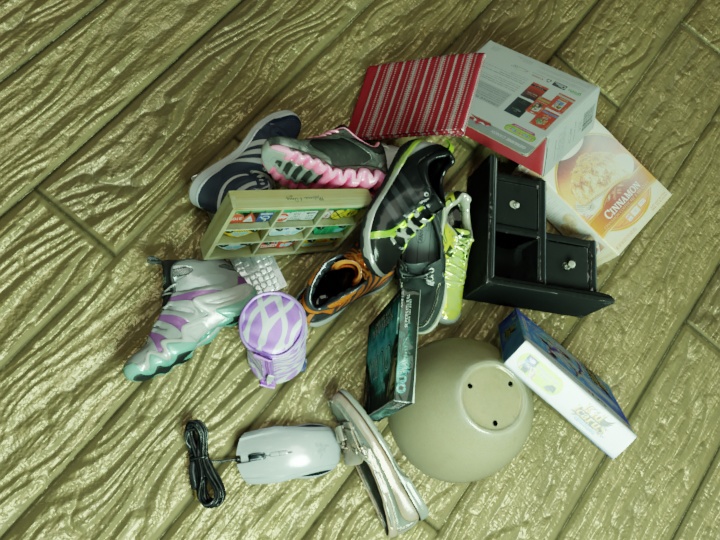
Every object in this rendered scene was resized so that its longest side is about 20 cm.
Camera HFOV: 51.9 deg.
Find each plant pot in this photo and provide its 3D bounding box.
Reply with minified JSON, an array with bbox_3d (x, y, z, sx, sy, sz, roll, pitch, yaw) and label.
[{"bbox_3d":[0.150,0.177,0.981,0.200,0.134,0.201,4,73,-14],"label":"plant pot"}]

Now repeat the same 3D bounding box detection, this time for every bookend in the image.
[{"bbox_3d":[0.263,-0.047,1.101,0.200,0.092,0.199,10,71,-12],"label":"bookend"}]

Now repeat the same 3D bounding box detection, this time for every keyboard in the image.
[{"bbox_3d":[-0.171,-0.055,1.037,0.056,0.011,0.200,-24,80,-20],"label":"keyboard"}]

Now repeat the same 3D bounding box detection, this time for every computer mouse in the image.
[{"bbox_3d":[-0.119,0.233,0.943,0.200,0.044,0.110,-5,74,-16],"label":"computer mouse"}]

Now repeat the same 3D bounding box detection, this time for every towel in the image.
[{"bbox_3d":[0.078,-0.252,1.089,0.200,0.022,0.145,3,65,32],"label":"towel"}]

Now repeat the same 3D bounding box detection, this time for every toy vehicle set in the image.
[{"bbox_3d":[-0.097,-0.061,0.970,0.200,0.124,0.027,-5,64,-31],"label":"toy vehicle set"}]

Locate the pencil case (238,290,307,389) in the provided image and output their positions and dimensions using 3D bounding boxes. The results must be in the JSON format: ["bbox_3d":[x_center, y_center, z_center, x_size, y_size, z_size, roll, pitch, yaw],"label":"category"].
[{"bbox_3d":[-0.108,0.089,0.913,0.084,0.200,0.086,22,70,4],"label":"pencil case"}]

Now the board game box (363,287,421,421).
[{"bbox_3d":[0.036,0.113,0.936,0.028,0.200,0.135,8,71,-8],"label":"board game box"}]

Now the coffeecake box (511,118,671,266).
[{"bbox_3d":[0.358,-0.132,1.162,0.200,0.073,0.154,46,69,3],"label":"coffeecake box"}]

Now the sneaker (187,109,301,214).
[{"bbox_3d":[-0.128,-0.137,1.011,0.108,0.070,0.200,29,63,33],"label":"sneaker"}]

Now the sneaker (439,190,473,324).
[{"bbox_3d":[0.123,-0.023,1.063,0.075,0.076,0.200,7,73,-24],"label":"sneaker"}]

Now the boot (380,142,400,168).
[{"bbox_3d":[0.006,-0.151,1.087,0.200,0.074,0.096,29,62,-13],"label":"boot"}]

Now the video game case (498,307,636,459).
[{"bbox_3d":[0.269,0.142,0.994,0.181,0.200,0.045,42,103,0],"label":"video game case"}]

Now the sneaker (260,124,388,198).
[{"bbox_3d":[-0.042,-0.154,0.985,0.200,0.079,0.096,11,67,-34],"label":"sneaker"}]

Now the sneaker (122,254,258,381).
[{"bbox_3d":[-0.245,0.043,0.959,0.200,0.078,0.140,-34,82,-30],"label":"sneaker"}]

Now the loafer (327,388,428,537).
[{"bbox_3d":[0.011,0.251,0.959,0.063,0.072,0.200,-33,87,-18],"label":"loafer"}]

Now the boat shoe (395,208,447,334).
[{"bbox_3d":[0.081,-0.015,1.014,0.074,0.066,0.200,7,84,22],"label":"boat shoe"}]

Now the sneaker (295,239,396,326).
[{"bbox_3d":[0.000,0.000,1.008,0.078,0.112,0.200,47,67,2],"label":"sneaker"}]

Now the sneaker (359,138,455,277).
[{"bbox_3d":[0.065,-0.084,0.956,0.083,0.072,0.200,14,80,37],"label":"sneaker"}]

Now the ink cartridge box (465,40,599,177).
[{"bbox_3d":[0.220,-0.235,1.110,0.200,0.084,0.176,35,65,29],"label":"ink cartridge box"}]
